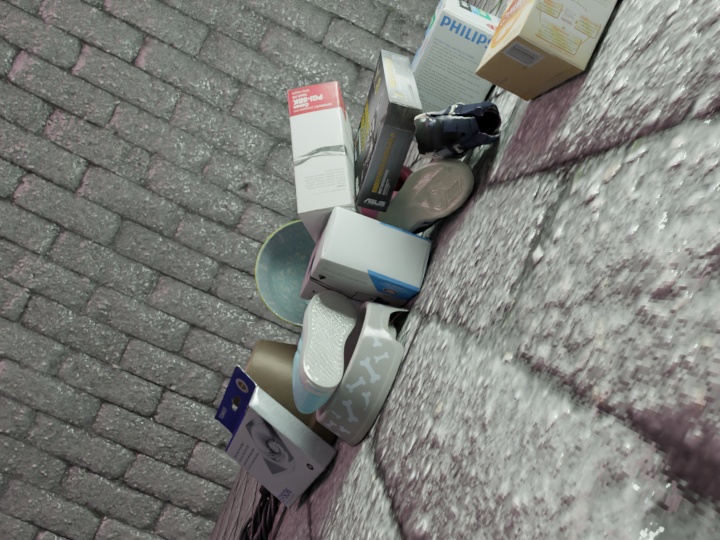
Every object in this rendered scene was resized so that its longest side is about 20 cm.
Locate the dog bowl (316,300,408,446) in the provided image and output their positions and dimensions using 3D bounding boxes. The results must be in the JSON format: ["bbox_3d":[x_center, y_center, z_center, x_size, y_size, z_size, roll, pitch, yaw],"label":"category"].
[{"bbox_3d":[-0.001,0.133,0.815,0.200,0.058,0.202,-156,89,-84],"label":"dog bowl"}]

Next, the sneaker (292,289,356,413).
[{"bbox_3d":[-0.058,0.105,0.799,0.082,0.073,0.201,-58,9,32],"label":"sneaker"}]

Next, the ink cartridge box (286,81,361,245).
[{"bbox_3d":[-0.052,-0.157,0.910,0.147,0.082,0.203,67,-164,-72],"label":"ink cartridge box"}]

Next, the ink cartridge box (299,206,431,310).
[{"bbox_3d":[0.000,0.000,0.887,0.200,0.145,0.087,127,160,-66],"label":"ink cartridge box"}]

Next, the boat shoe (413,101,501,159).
[{"bbox_3d":[0.146,-0.183,0.779,0.200,0.092,0.076,-34,-64,-59],"label":"boat shoe"}]

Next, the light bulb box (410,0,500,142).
[{"bbox_3d":[0.148,-0.328,0.992,0.199,0.124,0.201,-76,10,-59],"label":"light bulb box"}]

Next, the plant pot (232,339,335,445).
[{"bbox_3d":[-0.117,0.204,1.003,0.200,0.173,0.202,-156,90,-83],"label":"plant pot"}]

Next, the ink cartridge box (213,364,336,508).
[{"bbox_3d":[-0.151,0.267,0.931,0.041,0.199,0.200,-44,-10,-42],"label":"ink cartridge box"}]

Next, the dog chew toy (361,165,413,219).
[{"bbox_3d":[0.043,-0.108,1.111,0.201,0.123,0.126,109,-178,-59],"label":"dog chew toy"}]

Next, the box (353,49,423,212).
[{"bbox_3d":[0.033,-0.205,0.861,0.201,0.048,0.160,-92,17,-52],"label":"box"}]

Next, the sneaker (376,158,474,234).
[{"bbox_3d":[0.101,-0.105,0.832,0.084,0.076,0.200,-28,-1,-34],"label":"sneaker"}]

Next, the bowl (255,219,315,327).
[{"bbox_3d":[-0.091,0.014,1.117,0.108,0.198,0.202,94,-161,-77],"label":"bowl"}]

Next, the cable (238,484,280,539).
[{"bbox_3d":[-0.189,0.490,1.149,0.201,0.050,0.164,-61,13,22],"label":"cable"}]

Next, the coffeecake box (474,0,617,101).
[{"bbox_3d":[0.205,-0.290,0.592,0.154,0.072,0.202,-121,56,-84],"label":"coffeecake box"}]
